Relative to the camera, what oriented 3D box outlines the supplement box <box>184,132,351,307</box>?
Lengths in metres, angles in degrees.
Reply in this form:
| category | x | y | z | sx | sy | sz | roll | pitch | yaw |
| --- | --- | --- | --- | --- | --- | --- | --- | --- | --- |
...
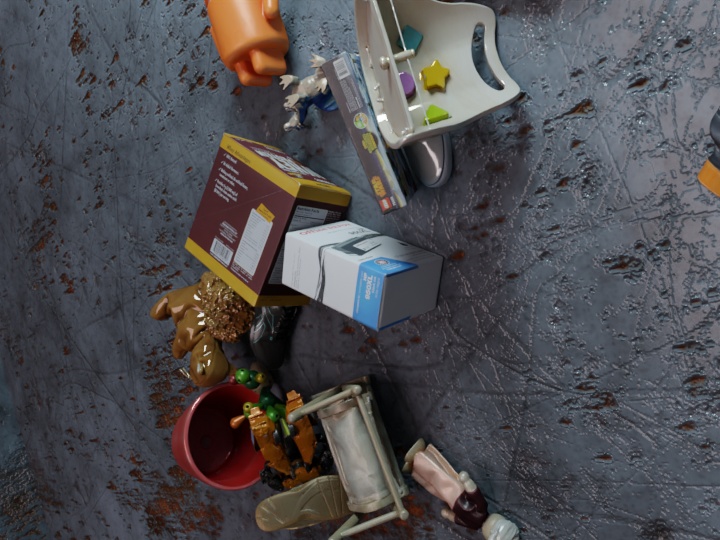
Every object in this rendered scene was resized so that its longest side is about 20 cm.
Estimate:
| category | x | y | z | sx | sy | sz | roll | pitch | yaw |
| --- | --- | --- | --- | --- | --- | --- | --- | --- | --- |
| supplement box | -0.153 | -0.080 | 1.045 | 0.195 | 0.131 | 0.204 | 34 | 107 | 32 |

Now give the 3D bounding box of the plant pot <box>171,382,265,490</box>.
| category | x | y | z | sx | sy | sz | roll | pitch | yaw |
| --- | --- | --- | --- | --- | --- | --- | --- | --- | --- |
| plant pot | -0.283 | 0.334 | 1.278 | 0.176 | 0.197 | 0.206 | -25 | 84 | 52 |

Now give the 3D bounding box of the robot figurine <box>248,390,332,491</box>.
| category | x | y | z | sx | sy | sz | roll | pitch | yaw |
| --- | --- | --- | --- | --- | --- | --- | --- | --- | --- |
| robot figurine | -0.123 | 0.308 | 1.134 | 0.059 | 0.142 | 0.204 | -122 | 15 | -48 |

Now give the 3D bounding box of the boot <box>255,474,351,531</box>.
| category | x | y | z | sx | sy | sz | roll | pitch | yaw |
| --- | --- | --- | --- | --- | --- | --- | --- | --- | --- |
| boot | -0.083 | 0.427 | 1.172 | 0.156 | 0.195 | 0.075 | 83 | 169 | -69 |

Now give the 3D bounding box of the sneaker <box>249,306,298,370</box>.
| category | x | y | z | sx | sy | sz | roll | pitch | yaw |
| --- | --- | --- | --- | --- | --- | --- | --- | --- | --- |
| sneaker | -0.155 | 0.086 | 1.160 | 0.078 | 0.075 | 0.206 | 8 | 107 | 38 |

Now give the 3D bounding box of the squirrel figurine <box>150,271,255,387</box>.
| category | x | y | z | sx | sy | sz | roll | pitch | yaw |
| --- | --- | --- | --- | --- | --- | --- | --- | --- | --- |
| squirrel figurine | -0.287 | 0.116 | 1.229 | 0.199 | 0.140 | 0.190 | -40 | 52 | 24 |

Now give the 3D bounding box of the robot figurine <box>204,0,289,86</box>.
| category | x | y | z | sx | sy | sz | roll | pitch | yaw |
| --- | --- | --- | --- | --- | --- | --- | --- | --- | --- |
| robot figurine | -0.183 | -0.403 | 1.032 | 0.144 | 0.114 | 0.205 | 147 | 104 | -78 |

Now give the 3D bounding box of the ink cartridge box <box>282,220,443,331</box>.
| category | x | y | z | sx | sy | sz | roll | pitch | yaw |
| --- | --- | --- | --- | --- | --- | --- | --- | --- | --- |
| ink cartridge box | 0.000 | 0.000 | 0.943 | 0.197 | 0.143 | 0.087 | 22 | 114 | 36 |

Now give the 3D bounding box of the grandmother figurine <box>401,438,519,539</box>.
| category | x | y | z | sx | sy | sz | roll | pitch | yaw |
| --- | --- | --- | --- | --- | --- | --- | --- | --- | --- |
| grandmother figurine | 0.151 | 0.338 | 0.954 | 0.199 | 0.060 | 0.123 | 38 | 151 | 27 |

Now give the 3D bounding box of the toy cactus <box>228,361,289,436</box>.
| category | x | y | z | sx | sy | sz | roll | pitch | yaw |
| --- | --- | --- | --- | --- | --- | --- | --- | --- | --- |
| toy cactus | -0.182 | 0.240 | 1.200 | 0.102 | 0.200 | 0.166 | -42 | 34 | 5 |

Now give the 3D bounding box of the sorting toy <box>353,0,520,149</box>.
| category | x | y | z | sx | sy | sz | roll | pitch | yaw |
| --- | --- | --- | --- | --- | --- | --- | --- | --- | --- |
| sorting toy | 0.098 | -0.245 | 0.777 | 0.107 | 0.175 | 0.206 | 106 | 150 | -76 |

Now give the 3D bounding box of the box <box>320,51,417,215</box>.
| category | x | y | z | sx | sy | sz | roll | pitch | yaw |
| --- | --- | --- | --- | --- | --- | --- | --- | --- | --- |
| box | 0.017 | -0.184 | 0.860 | 0.039 | 0.137 | 0.204 | -20 | 99 | 16 |

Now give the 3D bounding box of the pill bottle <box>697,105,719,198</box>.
| category | x | y | z | sx | sy | sz | roll | pitch | yaw |
| --- | --- | --- | --- | --- | --- | --- | --- | --- | --- |
| pill bottle | 0.387 | -0.152 | 0.567 | 0.106 | 0.105 | 0.204 | 39 | 125 | 28 |

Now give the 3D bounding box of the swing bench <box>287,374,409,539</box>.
| category | x | y | z | sx | sy | sz | roll | pitch | yaw |
| --- | --- | --- | --- | --- | --- | --- | --- | --- | --- |
| swing bench | -0.009 | 0.286 | 1.015 | 0.127 | 0.200 | 0.204 | -22 | 85 | 6 |

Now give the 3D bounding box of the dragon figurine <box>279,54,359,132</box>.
| category | x | y | z | sx | sy | sz | roll | pitch | yaw |
| --- | --- | --- | --- | --- | --- | --- | --- | --- | --- |
| dragon figurine | -0.056 | -0.281 | 0.981 | 0.197 | 0.099 | 0.060 | -26 | 82 | 24 |

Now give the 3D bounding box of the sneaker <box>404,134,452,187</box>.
| category | x | y | z | sx | sy | sz | roll | pitch | yaw |
| --- | --- | --- | --- | --- | --- | --- | --- | --- | --- |
| sneaker | 0.065 | -0.210 | 0.878 | 0.072 | 0.070 | 0.205 | -23 | 85 | 43 |
